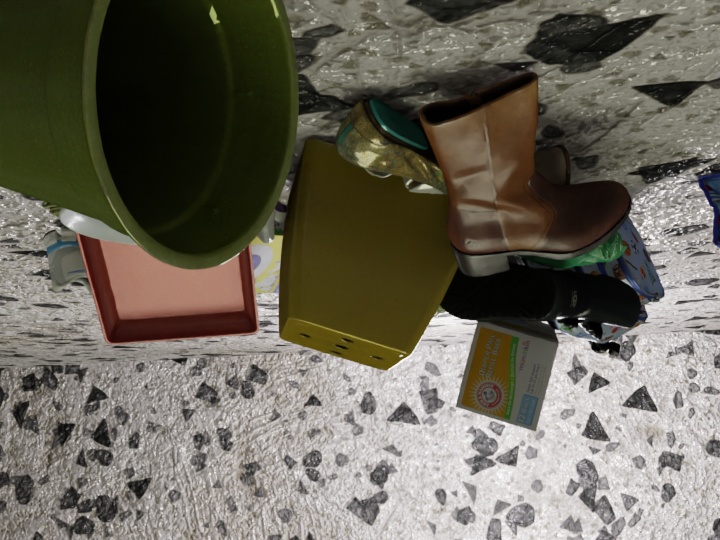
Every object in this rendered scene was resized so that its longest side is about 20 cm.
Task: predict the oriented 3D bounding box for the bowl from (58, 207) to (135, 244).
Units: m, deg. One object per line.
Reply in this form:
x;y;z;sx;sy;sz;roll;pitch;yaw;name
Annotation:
-0.190;-0.089;0.869;0.196;0.093;0.201;-1;170;0;bowl

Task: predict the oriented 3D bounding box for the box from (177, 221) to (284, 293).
-0.163;-0.024;1.154;0.197;0.049;0.118;2;136;-44;box

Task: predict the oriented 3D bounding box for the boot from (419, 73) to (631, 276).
0.158;-0.100;0.815;0.184;0.069;0.202;-11;135;7;boot

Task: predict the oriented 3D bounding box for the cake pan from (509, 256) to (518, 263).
0.163;-0.022;1.305;0.195;0.038;0.200;13;175;1;cake pan

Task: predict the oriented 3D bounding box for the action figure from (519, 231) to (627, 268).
0.225;-0.031;0.968;0.115;0.056;0.199;-8;-173;-18;action figure

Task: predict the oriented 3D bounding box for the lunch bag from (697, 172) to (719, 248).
0.529;-0.086;1.048;0.198;0.096;0.149;-22;156;37;lunch bag

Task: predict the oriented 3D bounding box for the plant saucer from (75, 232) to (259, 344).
-0.226;0.001;1.072;0.195;0.037;0.203;-4;132;-4;plant saucer

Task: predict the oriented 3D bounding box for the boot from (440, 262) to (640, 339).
0.204;0.031;1.032;0.166;0.078;0.198;10;178;-40;boot

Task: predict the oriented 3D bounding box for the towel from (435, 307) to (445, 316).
0.089;0.015;1.171;0.195;0.037;0.150;-16;142;3;towel

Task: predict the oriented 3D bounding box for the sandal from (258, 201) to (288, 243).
-0.105;-0.083;0.991;0.049;0.084;0.203;-28;175;-13;sandal

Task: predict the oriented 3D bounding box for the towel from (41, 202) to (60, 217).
-0.279;-0.071;1.099;0.145;0.037;0.200;-6;168;16;towel

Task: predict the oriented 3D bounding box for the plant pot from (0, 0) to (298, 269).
-0.168;-0.114;0.564;0.186;0.205;0.199;8;175;28;plant pot

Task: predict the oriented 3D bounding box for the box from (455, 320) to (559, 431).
0.188;0.119;1.127;0.099;0.115;0.200;15;-176;10;box

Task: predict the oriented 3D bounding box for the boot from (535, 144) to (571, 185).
0.144;-0.090;0.981;0.142;0.072;0.200;0;169;2;boot

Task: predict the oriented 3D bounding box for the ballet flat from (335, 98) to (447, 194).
0.051;-0.108;0.855;0.070;0.073;0.198;-11;162;41;ballet flat

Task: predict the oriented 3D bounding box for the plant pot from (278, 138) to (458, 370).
0.000;0.000;0.977;0.196;0.180;0.200;17;165;-6;plant pot

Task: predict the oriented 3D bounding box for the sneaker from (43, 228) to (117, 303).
-0.306;0.002;1.138;0.196;0.089;0.075;2;166;-31;sneaker

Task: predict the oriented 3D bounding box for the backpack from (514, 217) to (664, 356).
0.299;0.002;1.170;0.188;0.203;0.154;-1;149;-48;backpack
